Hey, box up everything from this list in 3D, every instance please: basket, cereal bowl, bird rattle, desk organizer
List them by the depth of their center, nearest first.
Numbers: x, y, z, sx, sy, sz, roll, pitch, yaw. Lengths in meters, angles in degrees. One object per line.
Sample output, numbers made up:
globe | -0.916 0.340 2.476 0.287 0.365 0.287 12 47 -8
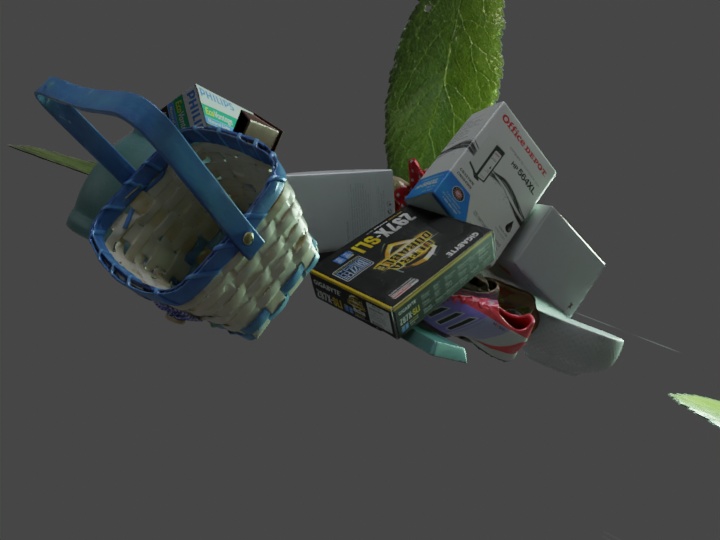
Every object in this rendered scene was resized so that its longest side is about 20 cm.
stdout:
basket | -0.130 -0.050 0.463 0.174 0.140 0.202 23 -25 45
desk organizer | -0.203 -0.141 0.975 0.071 0.204 0.076 33 13 28
cereal bowl | 0.334 0.120 1.087 0.195 0.086 0.200 20 3 -1
bird rattle | 0.060 -0.093 1.088 0.161 0.205 0.111 26 35 35

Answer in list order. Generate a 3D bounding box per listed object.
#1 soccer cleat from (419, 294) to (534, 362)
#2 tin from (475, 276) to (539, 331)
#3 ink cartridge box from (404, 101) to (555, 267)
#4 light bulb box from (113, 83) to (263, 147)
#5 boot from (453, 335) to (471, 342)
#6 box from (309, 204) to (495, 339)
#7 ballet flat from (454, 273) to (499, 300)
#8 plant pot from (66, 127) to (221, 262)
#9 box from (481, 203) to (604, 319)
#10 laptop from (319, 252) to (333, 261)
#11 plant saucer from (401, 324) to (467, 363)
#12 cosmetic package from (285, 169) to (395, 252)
soccer cleat | 0.148 0.059 0.884 0.196 0.074 0.069 23 30 -19
tin | 0.208 0.066 1.045 0.042 0.111 0.199 59 -13 -24
ink cartridge box | 0.181 -0.125 0.958 0.146 0.201 0.084 46 -22 -17
light bulb box | -0.277 -0.188 1.113 0.196 0.128 0.197 -26 -16 23
boot | 0.088 0.031 0.991 0.170 0.071 0.201 17 22 -28
box | 0.055 -0.008 0.837 0.198 0.051 0.158 -34 36 -31
ballet flat | 0.114 0.003 0.925 0.195 0.068 0.069 21 31 -15
plant pot | -0.214 -0.087 0.735 0.195 0.138 0.200 20 3 -1
box | 0.267 -0.028 1.059 0.151 0.107 0.199 40 -6 -25
laptop | -0.057 -0.063 1.327 0.185 0.119 0.197 25 6 43
plant saucer | 0.050 0.069 0.826 0.069 0.019 0.198 18 4 -40
cosmetic package | -0.073 -0.098 1.060 0.195 0.127 0.198 -9 8 -27
